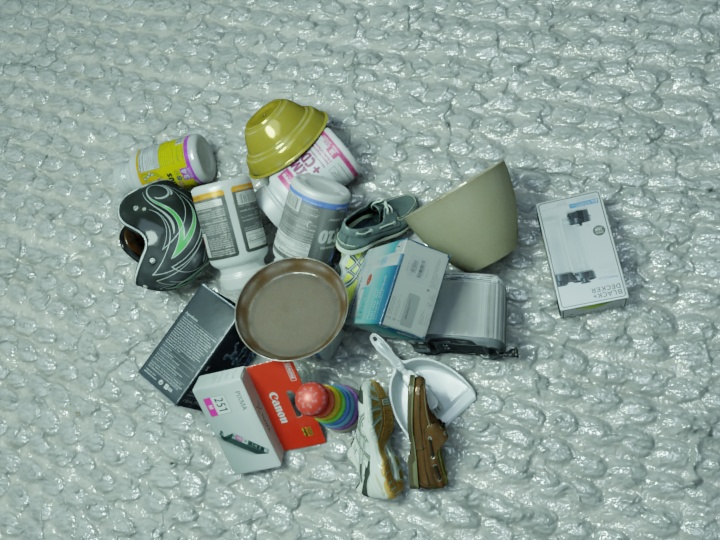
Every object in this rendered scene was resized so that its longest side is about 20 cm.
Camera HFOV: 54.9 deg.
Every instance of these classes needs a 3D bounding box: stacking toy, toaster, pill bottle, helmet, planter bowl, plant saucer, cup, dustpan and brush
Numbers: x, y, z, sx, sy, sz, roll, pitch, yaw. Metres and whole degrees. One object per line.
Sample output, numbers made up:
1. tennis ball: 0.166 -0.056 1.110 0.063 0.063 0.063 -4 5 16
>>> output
1. stacking toy: -0.058 0.222 1.171 0.085 0.200 0.086 -5 71 15
2. toaster: 0.178 0.078 1.197 0.199 0.114 0.130 2 71 18
3. pill bottle: -0.239 -0.070 1.306 0.116 0.116 0.201 -11 99 13
4. helmet: -0.379 -0.060 1.363 0.200 0.200 0.191 -38 82 2
5. planter bowl: -0.168 -0.279 1.372 0.200 0.084 0.201 -29 30 19
6. plant saucer: -0.117 0.069 1.200 0.199 0.032 0.201 -3 61 6
7. cup: 0.196 -0.081 1.217 0.200 0.200 0.144 -29 93 6
8. pill bottle: -0.416 -0.216 1.469 0.199 0.104 0.105 -13 70 13
9. pill bottle: -0.106 -0.175 1.360 0.200 0.113 0.113 -40 67 1
10. dustpan and brush: 0.087 0.189 1.215 0.140 0.057 0.200 -43 66 0
11. pill bottle: -0.098 -0.067 1.285 0.113 0.114 0.201 28 114 22

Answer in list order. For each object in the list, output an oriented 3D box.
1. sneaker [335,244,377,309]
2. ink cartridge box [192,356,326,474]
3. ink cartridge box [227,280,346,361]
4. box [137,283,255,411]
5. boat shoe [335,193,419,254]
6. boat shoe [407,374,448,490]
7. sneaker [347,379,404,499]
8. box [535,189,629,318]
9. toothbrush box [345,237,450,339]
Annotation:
1. sneaker: 0.000 0.000 1.295 0.076 0.075 0.201 1 75 17
2. ink cartridge box: -0.173 0.257 1.213 0.173 0.201 0.044 -14 25 12
3. ink cartridge box: -0.136 0.083 1.285 0.199 0.116 0.068 29 81 22
4. box: -0.284 0.150 1.290 0.107 0.148 0.200 32 84 22
5. boat shoe: 0.038 -0.098 1.279 0.200 0.062 0.073 -32 57 -29
6. boat shoe: 0.113 0.267 1.153 0.068 0.072 0.201 -1 106 10
7. sneaker: 0.010 0.291 1.186 0.087 0.075 0.201 -15 78 34
8. box: 0.381 -0.028 1.199 0.116 0.060 0.201 -11 70 13
9. toothbrush box: 0.057 0.035 1.180 0.085 0.200 0.147 21 81 -15
